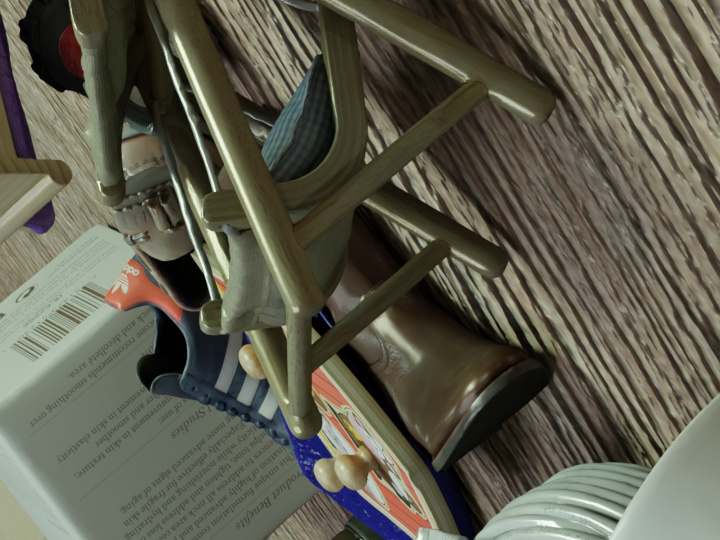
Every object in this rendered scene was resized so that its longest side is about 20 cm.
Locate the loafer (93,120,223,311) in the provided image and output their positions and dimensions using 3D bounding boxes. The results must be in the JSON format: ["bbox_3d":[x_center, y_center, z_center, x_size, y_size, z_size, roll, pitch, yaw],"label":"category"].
[{"bbox_3d":[-0.097,-0.029,1.519,0.200,0.071,0.063,76,180,-76],"label":"loafer"}]

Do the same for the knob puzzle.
[{"bbox_3d":[-0.015,0.081,1.442,0.220,0.030,0.220,50,170,12],"label":"knob puzzle"}]

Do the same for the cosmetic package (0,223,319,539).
[{"bbox_3d":[-0.159,0.104,1.900,0.200,0.167,0.166,56,165,-21],"label":"cosmetic package"}]

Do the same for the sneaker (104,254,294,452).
[{"bbox_3d":[-0.086,0.066,1.733,0.200,0.084,0.075,55,166,-20],"label":"sneaker"}]

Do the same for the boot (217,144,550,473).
[{"bbox_3d":[0.000,0.000,1.343,0.200,0.064,0.186,54,165,5],"label":"boot"}]

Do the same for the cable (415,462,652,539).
[{"bbox_3d":[0.132,0.182,1.262,0.200,0.069,0.201,-13,108,56],"label":"cable"}]

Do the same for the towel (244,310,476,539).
[{"bbox_3d":[-0.004,0.091,1.611,0.148,0.049,0.200,41,164,36],"label":"towel"}]

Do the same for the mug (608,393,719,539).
[{"bbox_3d":[0.192,0.135,0.930,0.175,0.148,0.200,34,-169,30],"label":"mug"}]

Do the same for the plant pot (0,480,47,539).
[{"bbox_3d":[-0.247,0.153,2.308,0.200,0.199,0.177,47,156,15],"label":"plant pot"}]

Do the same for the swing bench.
[{"bbox_3d":[-0.041,-0.065,1.132,0.200,0.130,0.199,48,167,12],"label":"swing bench"}]

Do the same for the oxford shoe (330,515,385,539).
[{"bbox_3d":[-0.010,0.223,1.918,0.073,0.084,0.200,43,167,19],"label":"oxford shoe"}]

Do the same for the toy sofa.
[{"bbox_3d":[-0.206,-0.118,1.484,0.083,0.097,0.201,-36,62,45],"label":"toy sofa"}]

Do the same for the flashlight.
[{"bbox_3d":[-0.131,-0.115,1.444,0.068,0.068,0.200,21,-176,-24],"label":"flashlight"}]
